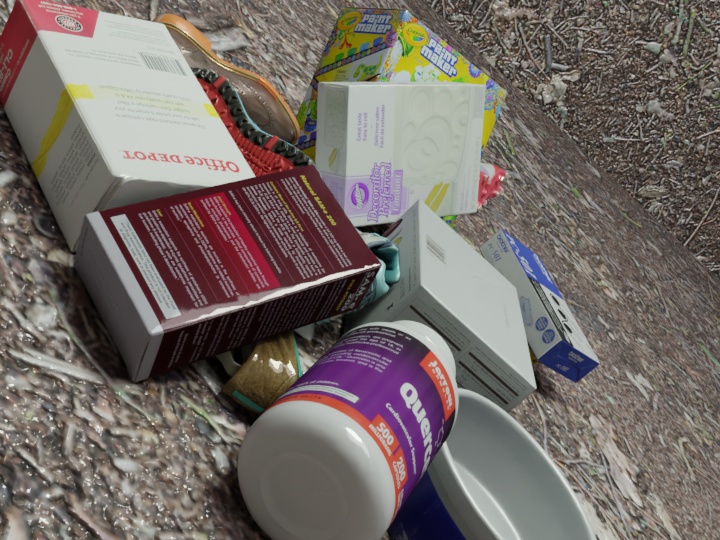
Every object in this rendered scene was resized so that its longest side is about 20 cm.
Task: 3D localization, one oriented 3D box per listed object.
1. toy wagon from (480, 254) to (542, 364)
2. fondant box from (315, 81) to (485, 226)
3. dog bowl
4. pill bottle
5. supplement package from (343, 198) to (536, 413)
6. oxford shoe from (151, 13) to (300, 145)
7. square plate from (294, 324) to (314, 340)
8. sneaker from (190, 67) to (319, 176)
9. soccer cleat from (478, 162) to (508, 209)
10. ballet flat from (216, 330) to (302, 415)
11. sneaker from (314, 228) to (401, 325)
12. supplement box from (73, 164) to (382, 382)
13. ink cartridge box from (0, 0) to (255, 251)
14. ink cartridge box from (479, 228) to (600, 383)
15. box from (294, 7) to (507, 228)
[{"bbox_3d":[0.189,0.055,1.319,0.154,0.040,0.201,33,26,-32],"label":"toy wagon"},{"bbox_3d":[0.045,-0.129,1.092,0.198,0.147,0.058,-8,17,-37],"label":"fondant box"},{"bbox_3d":[0.107,0.202,0.845,0.199,0.079,0.201,39,22,-19],"label":"dog bowl"},{"bbox_3d":[0.003,0.109,0.724,0.113,0.112,0.200,46,32,2],"label":"pill bottle"},{"bbox_3d":[0.075,0.051,1.009,0.155,0.111,0.201,41,21,-16],"label":"supplement package"},{"bbox_3d":[-0.153,-0.183,1.078,0.199,0.071,0.073,34,43,-18],"label":"oxford shoe"},{"bbox_3d":[-0.106,-0.048,0.955,0.199,0.028,0.199,40,21,-16],"label":"square plate"},{"bbox_3d":[-0.114,-0.102,0.928,0.200,0.079,0.096,44,-10,17],"label":"sneaker"},{"bbox_3d":[0.181,-0.142,1.644,0.076,0.068,0.199,19,19,21],"label":"soccer cleat"},{"bbox_3d":[-0.091,0.025,0.802,0.072,0.068,0.202,18,45,-27],"label":"ballet flat"},{"bbox_3d":[0.000,0.000,0.948,0.200,0.085,0.079,-72,148,-74],"label":"sneaker"},{"bbox_3d":[-0.095,-0.004,0.740,0.198,0.061,0.109,-16,61,-35],"label":"supplement box"},{"bbox_3d":[-0.191,-0.112,0.805,0.144,0.084,0.201,1,49,-48],"label":"ink cartridge box"},{"bbox_3d":[0.228,0.043,1.297,0.094,0.044,0.201,29,27,-41],"label":"ink cartridge box"},{"bbox_3d":[0.044,-0.175,1.196,0.199,0.195,0.121,27,-5,-41],"label":"box"}]
